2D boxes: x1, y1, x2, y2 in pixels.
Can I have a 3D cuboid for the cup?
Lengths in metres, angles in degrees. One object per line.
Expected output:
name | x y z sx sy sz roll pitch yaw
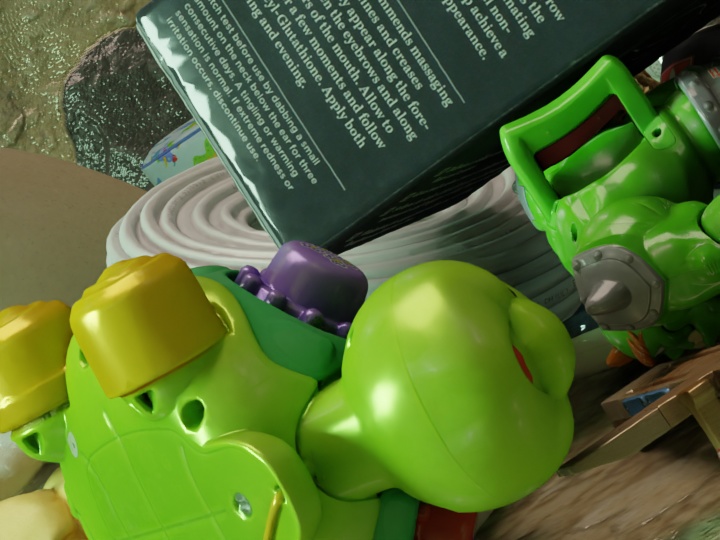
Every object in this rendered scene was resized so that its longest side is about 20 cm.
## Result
cup | -0.148 0.028 1.544 0.143 0.201 0.200 -6 -4 -22

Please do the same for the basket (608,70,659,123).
basket | 0.016 -0.080 1.278 0.143 0.200 0.149 -53 22 15

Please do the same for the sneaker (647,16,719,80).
sneaker | 0.196 -0.107 1.187 0.199 0.089 0.081 -1 -8 25

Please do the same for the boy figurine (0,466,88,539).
boy figurine | -0.082 0.086 1.230 0.200 0.065 0.124 -37 8 -28

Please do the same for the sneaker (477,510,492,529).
sneaker | 0.006 0.052 0.998 0.088 0.081 0.200 -36 8 -19

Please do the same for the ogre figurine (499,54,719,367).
ogre figurine | 0.113 -0.032 0.962 0.120 0.098 0.200 -24 37 1

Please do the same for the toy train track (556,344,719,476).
toy train track | 0.105 0.039 0.860 0.115 0.033 0.200 -33 -1 -9

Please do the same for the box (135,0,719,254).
box | 0.050 -0.106 1.032 0.200 0.107 0.148 -35 -5 25

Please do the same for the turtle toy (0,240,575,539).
turtle toy | -0.017 0.051 0.847 0.101 0.146 0.200 -31 6 -32

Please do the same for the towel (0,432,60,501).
towel | -0.139 0.087 1.320 0.200 0.032 0.191 -48 -11 30

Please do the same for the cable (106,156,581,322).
cable | 0.000 0.000 1.175 0.199 0.069 0.200 -15 20 -25

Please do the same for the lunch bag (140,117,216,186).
lunch bag | -0.104 -0.129 2.836 0.161 0.083 0.200 -30 7 29

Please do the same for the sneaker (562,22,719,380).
sneaker | 0.122 -0.036 1.084 0.200 0.085 0.075 -38 9 -39
